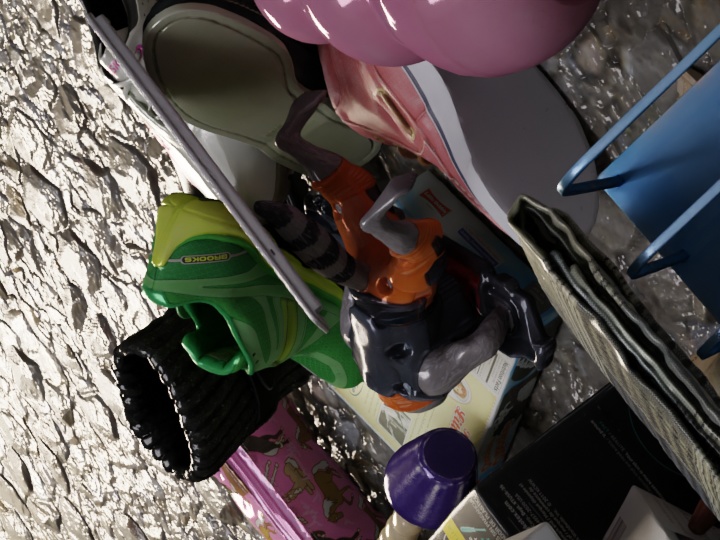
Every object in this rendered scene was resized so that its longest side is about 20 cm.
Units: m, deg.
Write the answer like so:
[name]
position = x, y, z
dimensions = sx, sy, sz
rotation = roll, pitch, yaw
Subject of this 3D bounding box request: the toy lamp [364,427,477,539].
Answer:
[toy lamp]
position = 0.028, 0.149, 1.581
dimensions = 0.058, 0.058, 0.200
rotation = 49, 152, 11

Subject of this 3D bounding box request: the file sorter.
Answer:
[file sorter]
position = 0.201, -0.008, 1.132
dimensions = 0.139, 0.123, 0.200
rotation = -44, 79, 20

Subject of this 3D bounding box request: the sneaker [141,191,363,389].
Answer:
[sneaker]
position = -0.064, 0.025, 1.509
dimensions = 0.074, 0.084, 0.200
rotation = 18, 167, 41

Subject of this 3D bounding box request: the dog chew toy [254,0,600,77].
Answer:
[dog chew toy]
position = 0.024, -0.155, 1.282
dimensions = 0.199, 0.124, 0.125
rotation = 0, 120, 43

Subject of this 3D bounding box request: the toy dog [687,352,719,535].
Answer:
[toy dog]
position = 0.214, 0.072, 1.259
dimensions = 0.131, 0.097, 0.200
rotation = 29, 147, 7

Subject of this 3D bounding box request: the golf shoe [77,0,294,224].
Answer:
[golf shoe]
position = -0.113, -0.106, 1.528
dimensions = 0.073, 0.092, 0.201
rotation = -48, 63, 38

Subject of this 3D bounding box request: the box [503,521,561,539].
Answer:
[box]
position = 0.065, 0.217, 1.334
dimensions = 0.125, 0.097, 0.200
rotation = 55, 161, 3

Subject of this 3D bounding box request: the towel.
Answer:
[towel]
position = 0.143, 0.059, 1.163
dimensions = 0.193, 0.034, 0.200
rotation = 53, -179, 17

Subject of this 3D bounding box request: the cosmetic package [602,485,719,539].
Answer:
[cosmetic package]
position = 0.201, 0.179, 1.283
dimensions = 0.150, 0.052, 0.200
rotation = 29, -174, -7

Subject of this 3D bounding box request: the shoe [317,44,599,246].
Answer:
[shoe]
position = 0.049, -0.082, 1.394
dimensions = 0.201, 0.071, 0.091
rotation = 56, 151, 10

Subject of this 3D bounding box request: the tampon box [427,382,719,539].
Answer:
[tampon box]
position = 0.119, 0.184, 1.483
dimensions = 0.150, 0.126, 0.200
rotation = 50, 149, 12

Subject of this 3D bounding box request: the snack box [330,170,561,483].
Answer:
[snack box]
position = 0.048, 0.046, 1.542
dimensions = 0.116, 0.037, 0.200
rotation = 45, 148, 19

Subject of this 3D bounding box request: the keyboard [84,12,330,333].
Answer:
[keyboard]
position = -0.078, -0.050, 1.356
dimensions = 0.200, 0.011, 0.056
rotation = 53, 174, 9

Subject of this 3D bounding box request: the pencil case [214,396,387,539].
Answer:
[pencil case]
position = -0.039, 0.154, 1.723
dimensions = 0.200, 0.083, 0.087
rotation = 52, 155, 10

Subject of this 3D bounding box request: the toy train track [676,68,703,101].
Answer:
[toy train track]
position = 0.188, -0.027, 1.277
dimensions = 0.114, 0.032, 0.201
rotation = 33, 143, 34

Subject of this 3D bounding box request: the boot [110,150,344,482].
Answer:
[boot]
position = -0.097, 0.004, 1.590
dimensions = 0.079, 0.157, 0.212
rotation = -12, 109, 58

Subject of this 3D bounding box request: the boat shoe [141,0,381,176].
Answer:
[boat shoe]
position = -0.058, -0.116, 1.441
dimensions = 0.074, 0.199, 0.066
rotation = -33, 57, 25

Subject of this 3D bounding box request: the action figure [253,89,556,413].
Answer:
[action figure]
position = 0.000, 0.000, 1.422
dimensions = 0.200, 0.105, 0.194
rotation = 27, 149, 45
